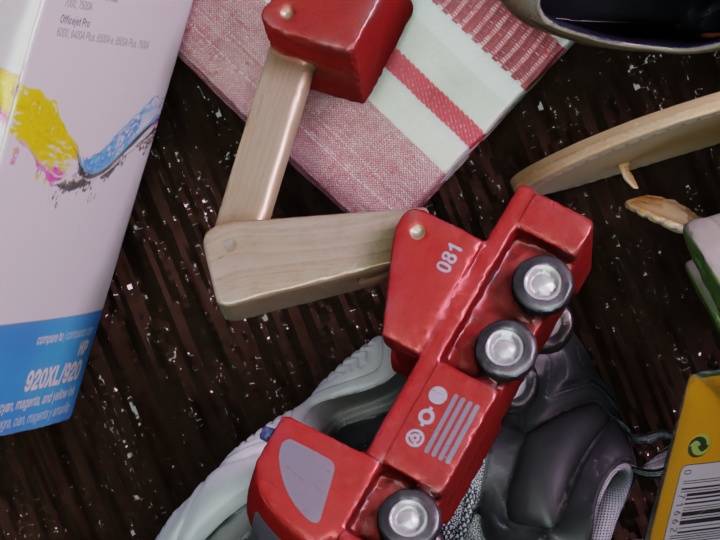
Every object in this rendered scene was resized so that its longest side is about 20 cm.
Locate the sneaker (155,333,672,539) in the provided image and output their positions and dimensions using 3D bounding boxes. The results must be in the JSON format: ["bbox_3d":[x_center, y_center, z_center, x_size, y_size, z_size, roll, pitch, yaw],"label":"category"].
[{"bbox_3d":[0.018,0.093,0.962,0.200,0.076,0.114,-41,67,-12],"label":"sneaker"}]

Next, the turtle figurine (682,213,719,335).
[{"bbox_3d":[0.213,-0.004,0.894,0.194,0.144,0.200,-26,111,2],"label":"turtle figurine"}]

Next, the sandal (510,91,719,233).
[{"bbox_3d":[0.163,-0.035,0.971,0.211,0.078,0.070,-19,83,1],"label":"sandal"}]

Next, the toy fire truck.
[{"bbox_3d":[0.000,0.000,0.935,0.141,0.049,0.200,27,75,13],"label":"toy fire truck"}]

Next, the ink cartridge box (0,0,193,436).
[{"bbox_3d":[-0.158,-0.060,0.949,0.147,0.145,0.200,19,96,14],"label":"ink cartridge box"}]

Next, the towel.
[{"bbox_3d":[0.024,-0.128,1.004,0.144,0.023,0.200,44,95,2],"label":"towel"}]

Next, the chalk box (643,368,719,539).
[{"bbox_3d":[0.190,0.126,0.857,0.200,0.124,0.125,41,54,-34],"label":"chalk box"}]

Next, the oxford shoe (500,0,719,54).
[{"bbox_3d":[0.142,-0.098,0.954,0.200,0.075,0.071,-5,119,-8],"label":"oxford shoe"}]
